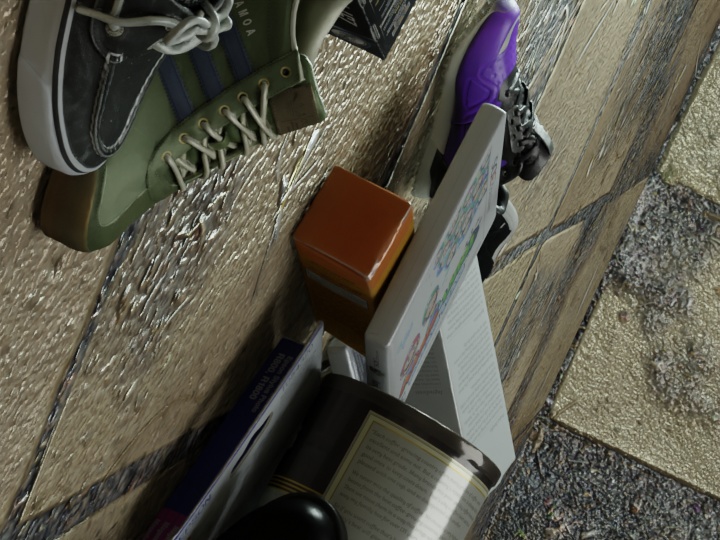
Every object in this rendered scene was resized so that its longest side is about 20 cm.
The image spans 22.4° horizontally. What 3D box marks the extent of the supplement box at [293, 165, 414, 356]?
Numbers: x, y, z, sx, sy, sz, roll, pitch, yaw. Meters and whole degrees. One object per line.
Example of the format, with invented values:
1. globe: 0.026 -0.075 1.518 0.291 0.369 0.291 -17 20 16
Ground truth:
1. supplement box: 0.000 0.000 1.315 0.067 0.068 0.200 -59 166 -16

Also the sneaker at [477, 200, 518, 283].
1. sneaker: 0.088 -0.001 1.648 0.200 0.073 0.112 86 29 -70

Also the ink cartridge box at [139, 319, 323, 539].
1. ink cartridge box: -0.092 0.149 1.289 0.197 0.043 0.201 -55 163 -30

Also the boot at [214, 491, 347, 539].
1. boot: -0.103 0.209 1.140 0.211 0.079 0.158 -43 158 -6

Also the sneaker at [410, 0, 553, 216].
1. sneaker: 0.112 -0.124 1.437 0.070 0.099 0.201 -53 165 -47

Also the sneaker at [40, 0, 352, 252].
1. sneaker: -0.059 -0.085 0.828 0.201 0.089 0.067 -60 168 -14

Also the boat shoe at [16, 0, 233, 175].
1. boat shoe: -0.082 -0.116 0.719 0.074 0.068 0.200 -43 156 -58

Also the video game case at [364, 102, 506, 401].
1. video game case: 0.055 0.000 1.345 0.201 0.024 0.182 -62 169 -20

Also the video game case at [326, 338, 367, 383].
1. video game case: 0.038 0.115 1.581 0.182 0.023 0.201 -46 127 -55

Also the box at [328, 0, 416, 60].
1. box: 0.031 -0.235 1.010 0.201 0.043 0.160 -63 168 -5

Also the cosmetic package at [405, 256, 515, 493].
1. cosmetic package: 0.068 0.092 1.538 0.101 0.071 0.202 -40 123 -57

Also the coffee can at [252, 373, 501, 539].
1. coffee can: -0.010 0.196 1.289 0.201 0.146 0.146 -60 167 -12
